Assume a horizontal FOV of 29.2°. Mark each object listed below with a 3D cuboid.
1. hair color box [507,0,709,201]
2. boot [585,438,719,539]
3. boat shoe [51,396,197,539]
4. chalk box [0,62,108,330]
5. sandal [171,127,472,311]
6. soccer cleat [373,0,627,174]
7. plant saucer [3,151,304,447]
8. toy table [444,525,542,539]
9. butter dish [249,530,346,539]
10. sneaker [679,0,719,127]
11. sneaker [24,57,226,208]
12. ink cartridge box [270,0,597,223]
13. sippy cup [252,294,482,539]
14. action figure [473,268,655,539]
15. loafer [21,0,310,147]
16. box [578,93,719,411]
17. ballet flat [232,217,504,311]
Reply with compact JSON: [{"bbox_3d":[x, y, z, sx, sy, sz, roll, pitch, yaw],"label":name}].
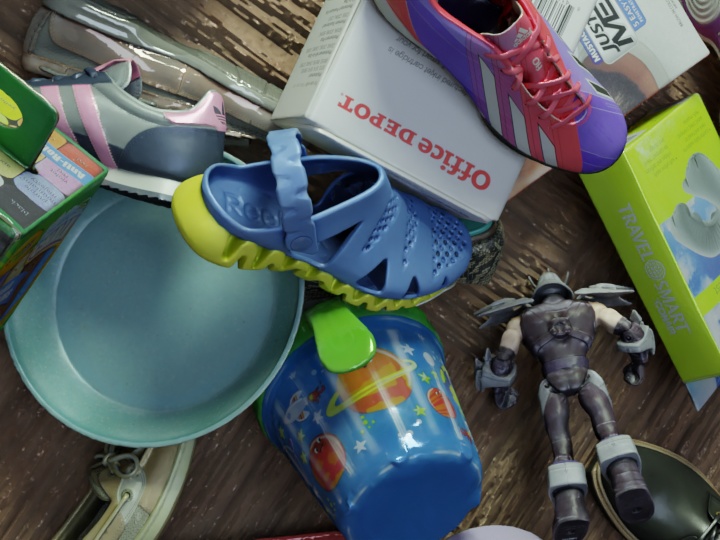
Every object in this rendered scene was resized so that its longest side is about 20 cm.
[{"bbox_3d":[0.136,-0.144,0.984,0.200,0.064,0.111,-36,102,-11],"label":"hair color box"},{"bbox_3d":[0.268,0.197,0.994,0.200,0.138,0.077,38,81,-13],"label":"boot"},{"bbox_3d":[-0.172,0.163,0.897,0.063,0.073,0.201,30,90,-20],"label":"boat shoe"},{"bbox_3d":[-0.239,-0.038,0.789,0.125,0.124,0.200,39,113,-3],"label":"chalk box"},{"bbox_3d":[-0.008,-0.032,0.831,0.200,0.087,0.080,10,50,-35],"label":"sandal"},{"bbox_3d":[0.091,-0.124,0.810,0.200,0.073,0.068,40,81,-20],"label":"soccer cleat"},{"bbox_3d":[-0.130,0.015,0.888,0.200,0.036,0.200,-2,77,9],"label":"plant saucer"},{"bbox_3d":[0.117,0.259,0.915,0.200,0.117,0.184,29,98,-45],"label":"toy table"},{"bbox_3d":[-0.050,0.284,0.896,0.199,0.148,0.200,-3,92,-18],"label":"butter dish"},{"bbox_3d":[0.307,-0.151,1.018,0.100,0.075,0.200,-11,84,-33],"label":"sneaker"},{"bbox_3d":[-0.178,-0.100,0.867,0.200,0.070,0.082,18,88,4],"label":"sneaker"},{"bbox_3d":[0.053,-0.150,0.878,0.146,0.084,0.200,27,86,-22],"label":"ink cartridge box"},{"bbox_3d":[0.012,0.108,0.892,0.178,0.130,0.140,24,114,-38],"label":"sippy cup"},{"bbox_3d":[0.146,0.084,0.967,0.130,0.069,0.200,-15,58,13],"label":"action figure"},{"bbox_3d":[-0.125,-0.120,0.910,0.200,0.072,0.063,26,102,-10],"label":"loafer"},{"bbox_3d":[0.244,-0.014,1.005,0.122,0.048,0.200,-36,102,-43],"label":"box"},{"bbox_3d":[0.000,0.000,0.944,0.200,0.068,0.075,-5,126,-7],"label":"ballet flat"}]
